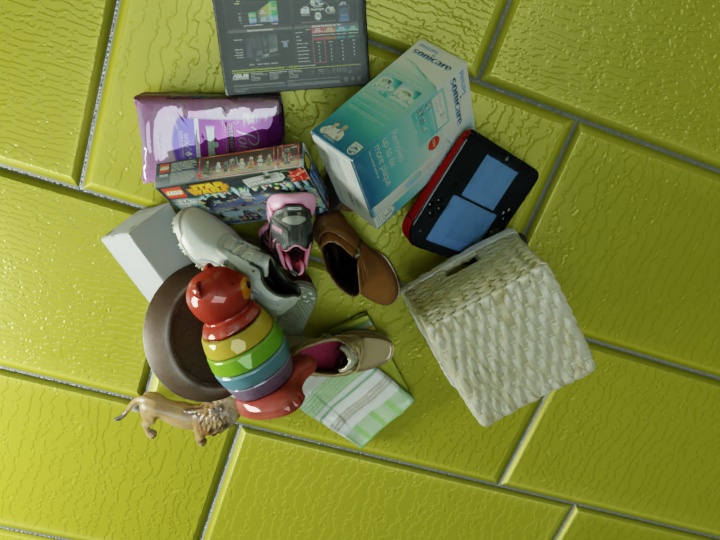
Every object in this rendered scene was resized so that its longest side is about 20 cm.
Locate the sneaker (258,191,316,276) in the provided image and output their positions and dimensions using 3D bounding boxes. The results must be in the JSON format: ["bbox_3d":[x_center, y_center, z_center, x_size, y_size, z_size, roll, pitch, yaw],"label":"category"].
[{"bbox_3d":[-0.099,-0.031,0.922,0.079,0.200,0.095,-7,72,-10],"label":"sneaker"}]

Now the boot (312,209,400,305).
[{"bbox_3d":[0.000,0.000,0.972,0.077,0.155,0.200,-29,112,7],"label":"boot"}]

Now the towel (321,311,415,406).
[{"bbox_3d":[0.016,0.165,1.121,0.086,0.018,0.200,-23,114,11],"label":"towel"}]

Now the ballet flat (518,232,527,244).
[{"bbox_3d":[0.224,0.034,1.061,0.073,0.073,0.200,20,104,-13],"label":"ballet flat"}]

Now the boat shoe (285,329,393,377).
[{"bbox_3d":[-0.031,0.135,1.027,0.200,0.069,0.074,-2,98,-25],"label":"boat shoe"}]

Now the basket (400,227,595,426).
[{"bbox_3d":[0.194,0.083,0.950,0.198,0.161,0.200,-29,111,4],"label":"basket"}]

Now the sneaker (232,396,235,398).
[{"bbox_3d":[-0.235,0.148,1.043,0.200,0.140,0.078,24,83,-45],"label":"sneaker"}]

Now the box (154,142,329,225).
[{"bbox_3d":[-0.154,-0.110,0.896,0.200,0.040,0.137,-7,158,10],"label":"box"}]

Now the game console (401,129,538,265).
[{"bbox_3d":[0.163,-0.097,0.962,0.200,0.031,0.177,16,116,-47],"label":"game console"}]

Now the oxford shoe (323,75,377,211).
[{"bbox_3d":[0.007,-0.180,0.958,0.071,0.071,0.200,6,113,-40],"label":"oxford shoe"}]

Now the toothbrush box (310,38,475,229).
[{"bbox_3d":[0.051,-0.177,0.871,0.200,0.085,0.146,-43,148,-14],"label":"toothbrush box"}]

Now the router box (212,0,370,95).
[{"bbox_3d":[-0.090,-0.318,0.880,0.200,0.062,0.150,-5,113,-3],"label":"router box"}]

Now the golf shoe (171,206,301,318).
[{"bbox_3d":[-0.158,-0.020,0.894,0.200,0.078,0.097,44,140,-21],"label":"golf shoe"}]

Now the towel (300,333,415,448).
[{"bbox_3d":[-0.027,0.209,1.116,0.200,0.031,0.149,38,112,-17],"label":"towel"}]

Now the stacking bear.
[{"bbox_3d":[-0.156,0.084,0.870,0.114,0.121,0.200,-17,113,18],"label":"stacking bear"}]

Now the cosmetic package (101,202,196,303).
[{"bbox_3d":[-0.271,0.008,0.966,0.081,0.113,0.200,-44,117,-32],"label":"cosmetic package"}]

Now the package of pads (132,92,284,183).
[{"bbox_3d":[-0.206,-0.183,0.921,0.200,0.076,0.121,0,116,-5],"label":"package of pads"}]

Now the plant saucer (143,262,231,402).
[{"bbox_3d":[-0.202,0.086,0.930,0.200,0.034,0.201,1,89,-41],"label":"plant saucer"}]

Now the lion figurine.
[{"bbox_3d":[-0.294,0.229,1.069,0.200,0.073,0.123,7,145,-15],"label":"lion figurine"}]

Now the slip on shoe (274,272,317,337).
[{"bbox_3d":[-0.124,0.081,1.051,0.074,0.061,0.200,17,124,-19],"label":"slip on shoe"}]
